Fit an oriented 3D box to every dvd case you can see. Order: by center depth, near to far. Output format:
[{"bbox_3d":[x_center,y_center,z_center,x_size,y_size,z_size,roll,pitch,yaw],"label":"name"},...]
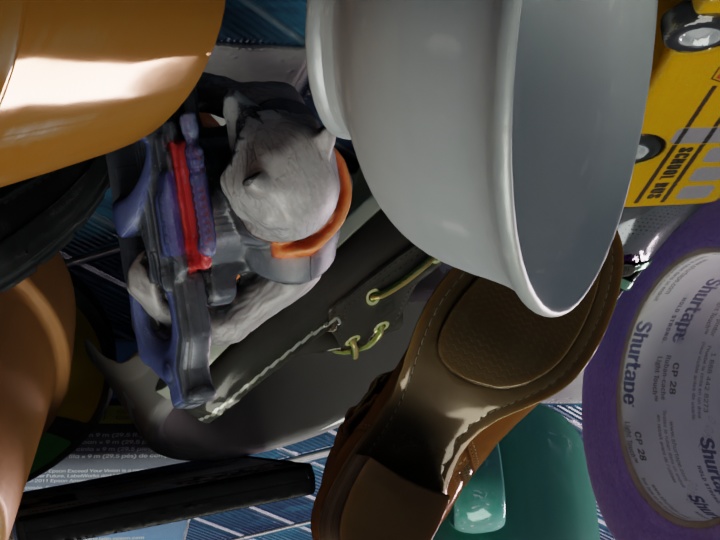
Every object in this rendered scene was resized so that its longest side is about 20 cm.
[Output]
[{"bbox_3d":[-0.111,0.114,1.290,0.142,0.018,0.200,-9,179,-14],"label":"dvd case"}]

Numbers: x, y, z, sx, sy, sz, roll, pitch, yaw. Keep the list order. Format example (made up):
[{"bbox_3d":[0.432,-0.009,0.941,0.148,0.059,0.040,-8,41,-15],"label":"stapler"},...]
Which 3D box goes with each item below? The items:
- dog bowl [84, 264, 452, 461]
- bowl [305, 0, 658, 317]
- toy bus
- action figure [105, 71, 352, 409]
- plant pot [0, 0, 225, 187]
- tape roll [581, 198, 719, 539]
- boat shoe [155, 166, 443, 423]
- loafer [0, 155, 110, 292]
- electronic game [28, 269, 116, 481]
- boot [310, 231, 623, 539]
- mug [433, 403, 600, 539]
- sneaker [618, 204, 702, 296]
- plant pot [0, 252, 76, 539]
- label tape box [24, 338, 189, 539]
[{"bbox_3d":[-0.031,0.029,1.259,0.200,0.059,0.200,-21,161,-7],"label":"dog bowl"},{"bbox_3d":[0.039,-0.088,0.894,0.090,0.202,0.201,7,163,19],"label":"bowl"},{"bbox_3d":[0.138,-0.092,1.049,0.078,0.065,0.200,-1,158,-11],"label":"toy bus"},{"bbox_3d":[-0.053,-0.058,0.991,0.104,0.201,0.193,-9,-169,-17],"label":"action figure"},{"bbox_3d":[-0.146,-0.101,0.822,0.200,0.201,0.183,-22,170,36],"label":"plant pot"},{"bbox_3d":[0.199,0.061,1.270,0.085,0.201,0.200,8,155,-30],"label":"tape roll"},{"bbox_3d":[0.000,0.000,1.097,0.201,0.061,0.072,-44,-168,-18],"label":"boat shoe"},{"bbox_3d":[-0.184,-0.014,1.081,0.200,0.071,0.068,-39,-154,-28],"label":"loafer"},{"bbox_3d":[-0.221,0.052,1.288,0.199,0.042,0.200,-7,137,-7],"label":"electronic game"},{"bbox_3d":[0.038,0.052,1.199,0.074,0.200,0.155,38,175,-4],"label":"boot"},{"bbox_3d":[0.072,0.131,1.537,0.152,0.115,0.185,9,154,-31],"label":"mug"},{"bbox_3d":[0.111,0.011,1.275,0.074,0.088,0.200,7,156,-28],"label":"sneaker"},{"bbox_3d":[-0.227,0.066,1.174,0.199,0.140,0.200,-5,134,-5],"label":"plant pot"},{"bbox_3d":[-0.159,0.086,1.416,0.143,0.066,0.200,1,134,-15],"label":"label tape box"}]
